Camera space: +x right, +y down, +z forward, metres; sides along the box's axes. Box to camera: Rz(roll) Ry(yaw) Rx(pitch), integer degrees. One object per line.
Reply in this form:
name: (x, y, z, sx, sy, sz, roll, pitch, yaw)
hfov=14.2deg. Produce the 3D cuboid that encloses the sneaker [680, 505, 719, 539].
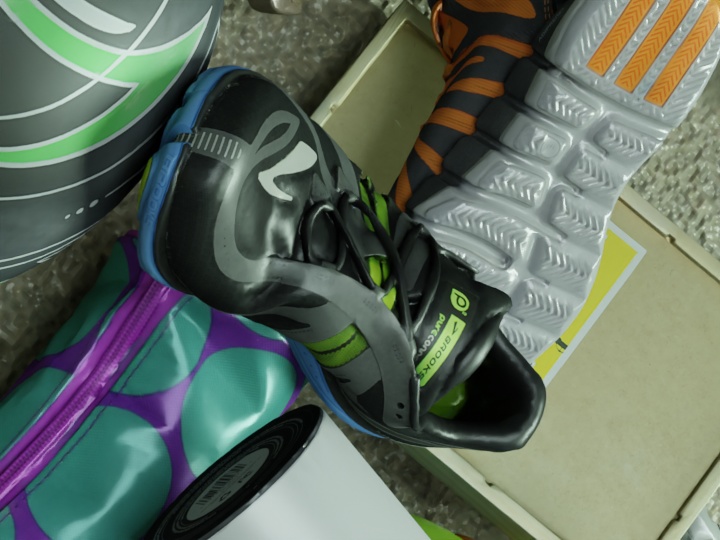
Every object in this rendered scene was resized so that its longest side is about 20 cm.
sneaker: (0.085, 0.090, 1.103, 0.090, 0.066, 0.201, -20, 102, -21)

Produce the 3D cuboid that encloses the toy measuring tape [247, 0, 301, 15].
toy measuring tape: (0.026, -0.172, 1.031, 0.200, 0.073, 0.074, -39, 113, -18)

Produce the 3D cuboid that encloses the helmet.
helmet: (-0.135, -0.086, 0.841, 0.191, 0.200, 0.201, 39, 78, -41)

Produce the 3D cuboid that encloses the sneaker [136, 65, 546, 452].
sneaker: (0.000, 0.000, 0.876, 0.200, 0.082, 0.071, 44, 67, -51)

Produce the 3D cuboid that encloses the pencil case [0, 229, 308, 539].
pencil case: (-0.107, 0.081, 0.985, 0.200, 0.085, 0.093, -50, 152, -14)

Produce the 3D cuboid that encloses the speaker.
speaker: (0.018, 0.145, 0.949, 0.081, 0.081, 0.200, -43, 101, -16)

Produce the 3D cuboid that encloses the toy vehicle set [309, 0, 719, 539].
toy vehicle set: (0.053, 0.013, 1.048, 0.200, 0.027, 0.124, 40, 76, -2)

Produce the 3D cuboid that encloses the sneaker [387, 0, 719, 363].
sneaker: (0.045, -0.045, 1.007, 0.077, 0.112, 0.200, 30, 106, -30)

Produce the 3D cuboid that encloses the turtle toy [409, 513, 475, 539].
turtle toy: (0.000, 0.172, 1.045, 0.145, 0.101, 0.201, 0, 100, -5)
